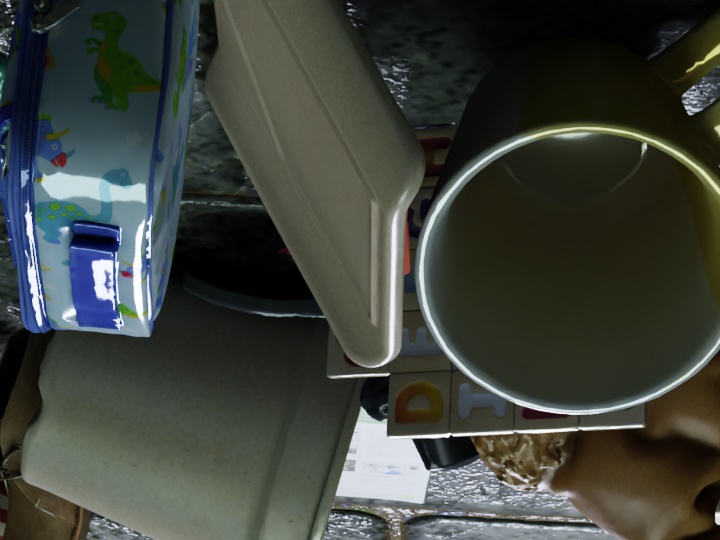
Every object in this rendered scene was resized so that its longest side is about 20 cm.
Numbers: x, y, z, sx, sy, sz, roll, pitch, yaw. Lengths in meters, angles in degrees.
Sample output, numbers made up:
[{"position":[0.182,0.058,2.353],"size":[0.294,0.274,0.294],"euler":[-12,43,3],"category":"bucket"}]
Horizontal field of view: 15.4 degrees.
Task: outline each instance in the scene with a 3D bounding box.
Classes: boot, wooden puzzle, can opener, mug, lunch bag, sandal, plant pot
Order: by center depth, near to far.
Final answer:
[{"position":[-0.020,-0.071,1.207],"size":[0.037,0.186,0.200],"euler":[-24,159,-15],"category":"wooden puzzle"},{"position":[-0.121,-0.064,1.236],"size":[0.082,0.162,0.200],"euler":[4,157,-2],"category":"lunch bag"},{"position":[0.119,-0.038,1.248],"size":[0.186,0.153,0.150],"euler":[-10,117,8],"category":"mug"},{"position":[0.000,0.000,1.495],"size":[0.199,0.045,0.075],"euler":[2,-166,6],"category":"sandal"},{"position":[0.060,0.054,1.514],"size":[0.063,0.079,0.200],"euler":[-5,-167,26],"category":"can opener"},{"position":[-0.095,0.087,1.565],"size":[0.183,0.201,0.201],"euler":[16,156,1],"category":"plant pot"},{"position":[-0.206,0.128,1.643],"size":[0.075,0.201,0.073],"euler":[25,158,-37],"category":"boot"}]

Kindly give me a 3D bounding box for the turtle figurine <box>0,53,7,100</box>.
[{"position":[-0.251,-0.029,1.272],"size":[0.149,0.200,0.101],"euler":[-5,125,54],"category":"turtle figurine"}]

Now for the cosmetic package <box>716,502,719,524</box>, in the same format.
[{"position":[0.298,0.114,1.642],"size":[0.199,0.104,0.087],"euler":[-5,156,17],"category":"cosmetic package"}]

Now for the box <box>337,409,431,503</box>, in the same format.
[{"position":[-0.019,0.101,1.754],"size":[0.144,0.037,0.200],"euler":[5,158,-2],"category":"box"}]

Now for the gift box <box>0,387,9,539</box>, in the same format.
[{"position":[-0.318,0.120,1.671],"size":[0.184,0.201,0.187],"euler":[1,165,28],"category":"gift box"}]

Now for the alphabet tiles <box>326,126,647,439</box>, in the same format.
[{"position":[0.079,0.002,1.341],"size":[0.199,0.167,0.006],"euler":[-4,159,18],"category":"alphabet tiles"}]

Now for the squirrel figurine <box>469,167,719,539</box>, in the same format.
[{"position":[0.152,0.035,1.376],"size":[0.199,0.142,0.187],"euler":[20,108,-19],"category":"squirrel figurine"}]
